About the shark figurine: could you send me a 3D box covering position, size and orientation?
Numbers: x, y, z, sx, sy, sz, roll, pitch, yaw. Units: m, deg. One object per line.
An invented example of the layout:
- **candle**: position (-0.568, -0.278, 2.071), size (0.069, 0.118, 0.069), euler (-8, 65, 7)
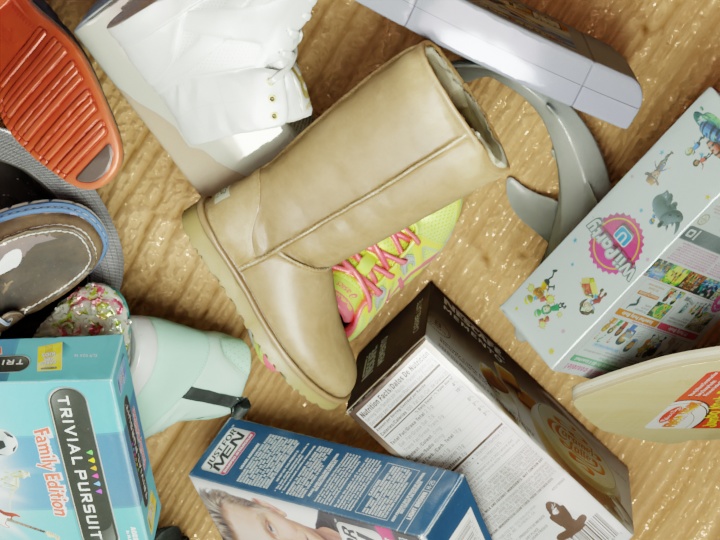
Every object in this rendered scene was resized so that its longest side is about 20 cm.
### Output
- **shark figurine**: position (0.136, -0.058, 1.608), size (0.127, 0.090, 0.216), euler (-17, 108, 7)

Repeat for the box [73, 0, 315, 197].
- **box**: position (-0.094, -0.111, 1.598), size (0.078, 0.095, 0.200), euler (-35, 101, 13)

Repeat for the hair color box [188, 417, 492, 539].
- **hair color box**: position (-0.011, 0.170, 1.633), size (0.199, 0.061, 0.100), euler (11, 140, 36)

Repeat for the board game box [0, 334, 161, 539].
- **board game box**: position (-0.240, 0.116, 1.556), size (0.198, 0.047, 0.152), euler (-2, 128, 8)

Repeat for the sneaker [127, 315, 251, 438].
- **sneaker**: position (-0.153, 0.108, 1.681), size (0.118, 0.074, 0.200), euler (9, 140, -35)

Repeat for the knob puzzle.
- **knob puzzle**: position (0.235, 0.073, 1.596), size (0.218, 0.220, 0.031), euler (-6, 70, 5)

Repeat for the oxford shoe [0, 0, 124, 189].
- **oxford shoe**: position (-0.202, -0.133, 1.564), size (0.071, 0.072, 0.201), euler (-41, 69, 17)

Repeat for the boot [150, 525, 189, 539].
- **boot**: position (-0.203, 0.223, 1.666), size (0.173, 0.200, 0.070), euler (-7, 82, -1)

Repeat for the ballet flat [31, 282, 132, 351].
- **ballet flat**: position (-0.213, 0.094, 1.603), size (0.076, 0.064, 0.201), euler (42, 124, 17)

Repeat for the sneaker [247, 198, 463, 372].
- **sneaker**: position (0.000, 0.000, 1.630), size (0.078, 0.090, 0.200), euler (39, 105, -8)

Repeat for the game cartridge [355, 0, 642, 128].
- **game cartridge**: position (0.088, -0.155, 1.553), size (0.199, 0.133, 0.042), euler (25, 99, -6)

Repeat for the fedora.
- **fedora**: position (-0.249, -0.029, 1.631), size (0.176, 0.090, 0.201), euler (-26, 117, 13)

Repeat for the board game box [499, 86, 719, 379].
- **board game box**: position (0.207, -0.015, 1.583), size (0.200, 0.147, 0.064), euler (-48, 60, 15)

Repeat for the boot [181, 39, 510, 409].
- **boot**: position (0.008, -0.023, 1.528), size (0.199, 0.066, 0.175), euler (-31, 109, 19)

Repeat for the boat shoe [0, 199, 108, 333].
- **boat shoe**: position (-0.253, 0.022, 1.564), size (0.199, 0.073, 0.072), euler (-25, 118, 14)

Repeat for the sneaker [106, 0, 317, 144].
- **sneaker**: position (-0.046, -0.156, 1.502), size (0.199, 0.074, 0.116), euler (-28, 106, 19)

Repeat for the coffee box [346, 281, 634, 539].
- **coffee box**: position (0.090, 0.117, 1.651), size (0.200, 0.114, 0.080), euler (44, 105, -9)
